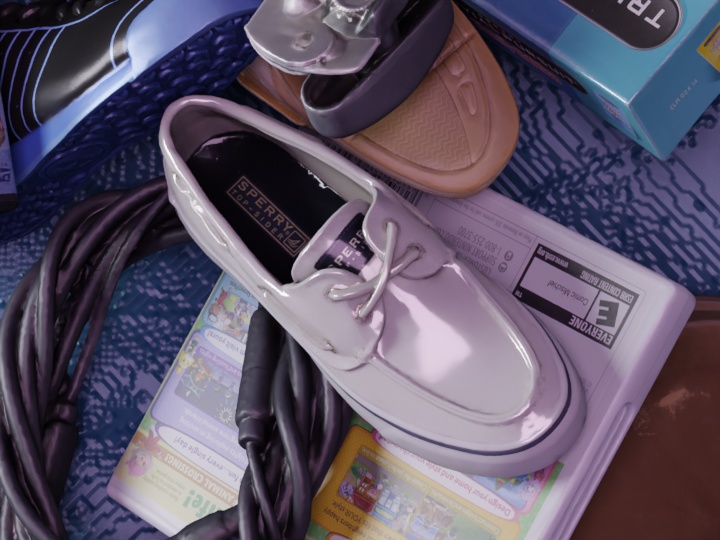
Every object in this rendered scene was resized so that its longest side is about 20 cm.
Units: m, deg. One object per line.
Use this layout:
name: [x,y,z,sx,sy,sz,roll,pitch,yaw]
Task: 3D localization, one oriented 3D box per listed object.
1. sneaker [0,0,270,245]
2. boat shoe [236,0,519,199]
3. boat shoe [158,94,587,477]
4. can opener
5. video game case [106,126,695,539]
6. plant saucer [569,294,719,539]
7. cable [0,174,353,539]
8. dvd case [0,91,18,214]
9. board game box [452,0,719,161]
sneaker: [-0.117,-0.080,1.136,0.200,0.070,0.078,-33,75,37]
boat shoe: [-0.014,-0.094,1.152,0.200,0.069,0.074,42,81,20]
boat shoe: [0.000,0.000,1.080,0.072,0.066,0.200,-43,63,-7]
can opener: [0.027,-0.138,1.100,0.053,0.067,0.200,18,60,29]
video game case: [0.011,0.050,1.129,0.200,0.022,0.183,29,90,38]
plant saucer: [0.140,0.104,1.123,0.199,0.029,0.201,4,74,-16]
cable: [-0.078,0.053,1.142,0.163,0.051,0.201,21,84,36]
dvd case: [-0.193,-0.110,1.158,0.017,0.142,0.201,-7,86,-39]
board game box: [0.122,-0.163,1.122,0.200,0.047,0.151,-49,55,-5]
